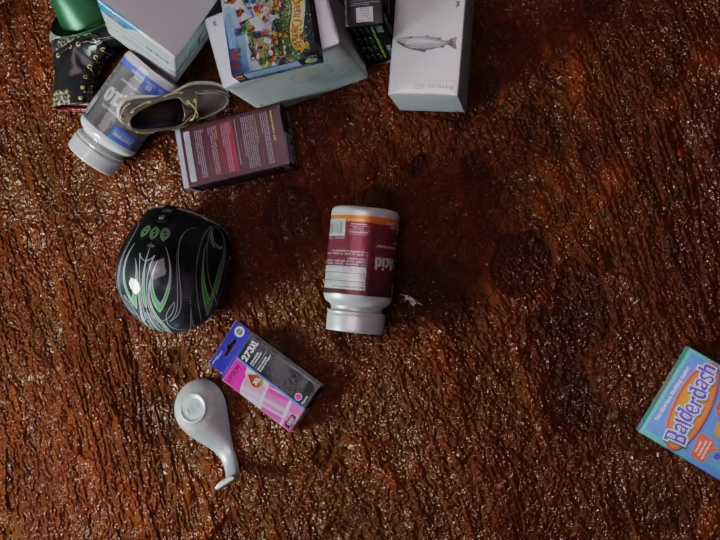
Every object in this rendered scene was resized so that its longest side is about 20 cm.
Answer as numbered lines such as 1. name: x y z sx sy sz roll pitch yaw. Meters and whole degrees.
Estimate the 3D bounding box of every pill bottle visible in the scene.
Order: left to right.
1. pill bottle: -0.423 -0.277 1.435 0.114 0.114 0.200 39 97 12
2. pill bottle: 0.000 0.000 1.320 0.113 0.114 0.202 5 89 14

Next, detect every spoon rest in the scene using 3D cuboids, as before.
1. spoon rest: -0.262 0.284 1.408 0.099 0.061 0.201 -32 67 9

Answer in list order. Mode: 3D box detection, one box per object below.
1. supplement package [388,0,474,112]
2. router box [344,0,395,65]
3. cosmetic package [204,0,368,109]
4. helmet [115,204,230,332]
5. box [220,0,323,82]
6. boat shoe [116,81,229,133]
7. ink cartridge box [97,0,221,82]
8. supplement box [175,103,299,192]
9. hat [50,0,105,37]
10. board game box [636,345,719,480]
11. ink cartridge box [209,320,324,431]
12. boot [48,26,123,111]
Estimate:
1. supplement package: 0.117 -0.368 1.306 0.116 0.117 0.202 4 89 13
2. router box: 0.020 -0.432 1.290 0.062 0.200 0.151 -4 87 10
3. cosmetic package: -0.114 -0.362 1.320 0.198 0.200 0.124 -18 83 13
4. helmet: -0.320 0.007 1.369 0.199 0.200 0.192 10 73 14
5. box: -0.138 -0.396 1.204 0.136 0.038 0.202 -10 85 13
6. boat shoe: -0.314 -0.278 1.388 0.060 0.199 0.072 45 142 47
7. ink cartridge box: -0.325 -0.429 1.332 0.146 0.200 0.146 35 84 -12
8. supplement box: -0.215 -0.212 1.409 0.199 0.061 0.110 -11 86 14
9. hat: -0.515 -0.522 1.401 0.199 0.177 0.166 -32 44 -9
10. board game box: 0.544 0.230 1.213 0.199 0.045 0.153 30 95 14
11. ink cartridge box: -0.168 0.181 1.395 0.199 0.037 0.095 35 95 15
12. boot: -0.486 -0.372 1.476 0.199 0.073 0.152 0 86 17
